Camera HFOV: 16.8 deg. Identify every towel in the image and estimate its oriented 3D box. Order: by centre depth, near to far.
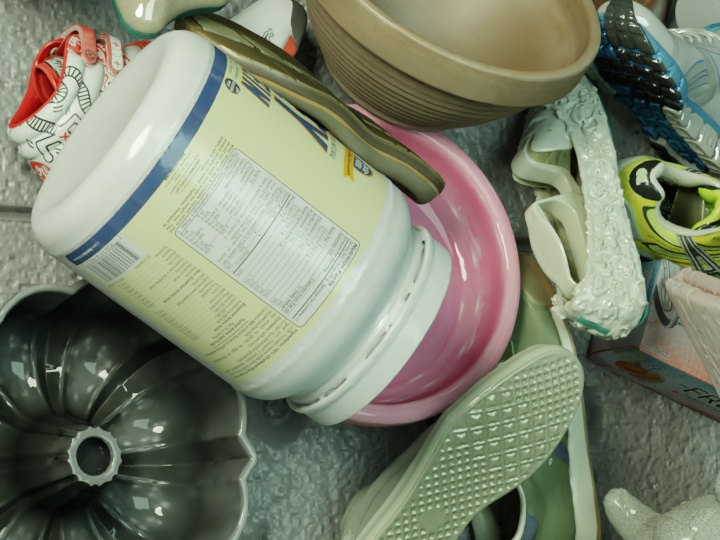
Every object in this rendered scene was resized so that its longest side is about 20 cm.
[{"bbox_3d":[0.262,0.096,1.493,0.032,0.191,0.200,-28,98,-5],"label":"towel"}]

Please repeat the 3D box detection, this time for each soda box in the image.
[{"bbox_3d":[0.253,0.062,1.631,0.200,0.064,0.069,25,71,-25],"label":"soda box"}]

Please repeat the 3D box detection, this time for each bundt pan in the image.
[{"bbox_3d":[-0.165,0.108,1.380,0.201,0.076,0.203,5,79,-30],"label":"bundt pan"}]

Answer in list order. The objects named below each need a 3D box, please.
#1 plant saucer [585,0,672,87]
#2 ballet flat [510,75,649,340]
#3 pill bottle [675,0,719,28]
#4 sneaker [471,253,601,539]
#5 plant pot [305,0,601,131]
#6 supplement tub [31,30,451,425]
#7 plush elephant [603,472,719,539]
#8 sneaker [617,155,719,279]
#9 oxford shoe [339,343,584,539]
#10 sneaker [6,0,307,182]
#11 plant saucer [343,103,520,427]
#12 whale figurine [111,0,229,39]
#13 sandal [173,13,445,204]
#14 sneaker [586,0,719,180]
[{"bbox_3d":[0.138,-0.221,1.625,0.200,0.037,0.201,5,79,-29],"label":"plant saucer"},{"bbox_3d":[0.131,-0.048,1.543,0.072,0.072,0.201,6,54,-28],"label":"ballet flat"},{"bbox_3d":[0.302,-0.227,1.674,0.112,0.112,0.200,46,64,-16],"label":"pill bottle"},{"bbox_3d":[0.089,0.094,1.530,0.090,0.067,0.201,-11,90,-33],"label":"sneaker"},{"bbox_3d":[0.039,-0.153,1.504,0.200,0.093,0.201,20,37,-16],"label":"plant pot"},{"bbox_3d":[-0.064,-0.020,1.341,0.200,0.145,0.145,37,67,-18],"label":"supplement tub"},{"bbox_3d":[0.205,0.194,1.497,0.165,0.200,0.155,-37,119,-21],"label":"plush elephant"},{"bbox_3d":[0.236,-0.020,1.626,0.199,0.076,0.076,18,72,-29],"label":"sneaker"},{"bbox_3d":[0.054,0.118,1.473,0.075,0.058,0.200,38,97,-27],"label":"oxford shoe"},{"bbox_3d":[-0.121,-0.119,1.443,0.108,0.067,0.202,47,66,-20],"label":"sneaker"},{"bbox_3d":[0.000,0.000,1.493,0.200,0.051,0.201,7,71,-22],"label":"plant saucer"},{"bbox_3d":[-0.164,-0.199,1.390,0.200,0.104,0.159,48,47,14],"label":"whale figurine"},{"bbox_3d":[-0.033,-0.084,1.424,0.200,0.080,0.054,34,97,-34],"label":"sandal"},{"bbox_3d":[0.209,-0.135,1.595,0.087,0.075,0.200,-61,144,-10],"label":"sneaker"}]
